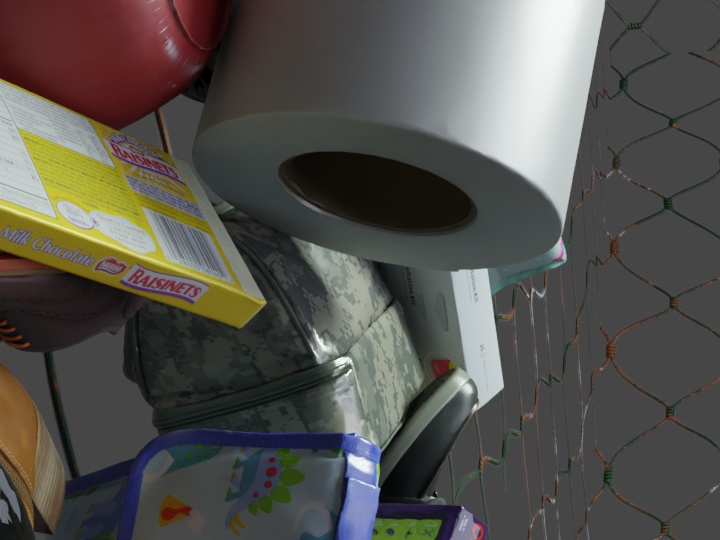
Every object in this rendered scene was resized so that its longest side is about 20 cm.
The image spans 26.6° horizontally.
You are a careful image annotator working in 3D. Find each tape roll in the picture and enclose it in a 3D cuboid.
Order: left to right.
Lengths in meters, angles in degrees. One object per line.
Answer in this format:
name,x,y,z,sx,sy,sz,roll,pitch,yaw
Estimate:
tape roll,0.022,-0.101,0.820,0.203,0.202,0.140,53,46,-64

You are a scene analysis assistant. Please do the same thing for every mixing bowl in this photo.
mixing bowl,-0.129,-0.153,0.756,0.200,0.108,0.201,-2,90,-76

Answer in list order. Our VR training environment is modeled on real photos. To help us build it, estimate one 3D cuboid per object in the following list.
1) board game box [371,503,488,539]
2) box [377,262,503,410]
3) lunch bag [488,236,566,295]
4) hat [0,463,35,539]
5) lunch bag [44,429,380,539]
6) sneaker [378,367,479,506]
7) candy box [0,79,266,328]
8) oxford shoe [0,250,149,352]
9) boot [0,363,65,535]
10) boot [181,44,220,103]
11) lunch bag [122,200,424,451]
board game box,-0.029,0.182,0.811,0.032,0.200,0.120,44,57,-30
box,0.000,0.000,1.047,0.041,0.200,0.156,-33,124,-37
lunch bag,0.073,-0.099,1.201,0.170,0.122,0.200,54,15,-56
hat,-0.199,0.136,0.520,0.200,0.081,0.201,5,90,-65
lunch bag,-0.074,0.175,0.725,0.127,0.200,0.170,30,54,-37
sneaker,0.041,0.166,0.957,0.200,0.106,0.075,-58,-179,1
candy box,-0.130,-0.037,0.681,0.200,0.026,0.102,23,27,-51
oxford shoe,-0.157,0.009,0.709,0.200,0.071,0.073,0,117,-62
boot,-0.176,0.118,0.621,0.155,0.073,0.200,70,10,-54
boot,-0.049,-0.124,0.967,0.200,0.076,0.168,43,23,-3
lunch bag,-0.056,0.033,0.938,0.200,0.139,0.168,-39,113,-71
